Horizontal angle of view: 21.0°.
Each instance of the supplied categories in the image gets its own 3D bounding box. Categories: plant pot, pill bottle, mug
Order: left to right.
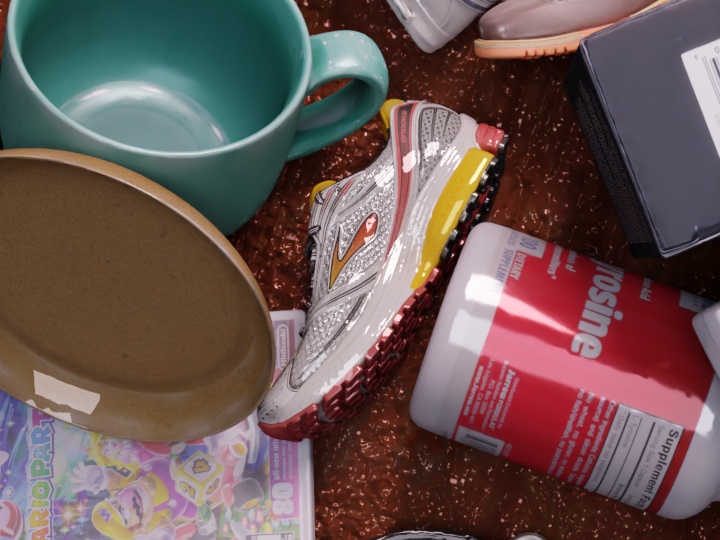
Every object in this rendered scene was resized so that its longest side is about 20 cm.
[{"bbox_3d":[-0.132,0.010,0.968,0.198,0.201,0.028,19,49,5],"label":"plant pot"},{"bbox_3d":[-0.095,-0.077,0.998,0.184,0.115,0.153,26,53,3],"label":"mug"},{"bbox_3d":[0.133,0.058,0.994,0.198,0.112,0.113,20,91,4],"label":"pill bottle"}]

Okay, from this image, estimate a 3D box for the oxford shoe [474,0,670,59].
[{"bbox_3d":[0.145,-0.166,1.011,0.198,0.071,0.073,-23,105,-6],"label":"oxford shoe"}]

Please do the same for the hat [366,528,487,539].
[{"bbox_3d":[0.051,0.202,0.967,0.198,0.081,0.202,4,57,-5],"label":"hat"}]

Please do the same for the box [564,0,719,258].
[{"bbox_3d":[0.187,-0.080,0.946,0.147,0.200,0.108,-22,89,5],"label":"box"}]

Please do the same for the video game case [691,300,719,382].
[{"bbox_3d":[0.262,0.072,0.962,0.022,0.199,0.183,-28,87,48],"label":"video game case"}]

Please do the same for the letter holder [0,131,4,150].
[{"bbox_3d":[-0.286,-0.124,1.036,0.141,0.101,0.201,-26,88,6],"label":"letter holder"}]

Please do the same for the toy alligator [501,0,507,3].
[{"bbox_3d":[0.087,-0.218,1.028,0.059,0.054,0.202,5,90,5],"label":"toy alligator"}]

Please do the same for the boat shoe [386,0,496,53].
[{"bbox_3d":[-0.005,-0.203,1.032,0.066,0.072,0.200,-43,83,22],"label":"boat shoe"}]

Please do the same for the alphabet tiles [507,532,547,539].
[{"bbox_3d":[0.097,0.249,1.045,0.194,0.015,0.201,-27,87,4],"label":"alphabet tiles"}]

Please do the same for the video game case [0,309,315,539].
[{"bbox_3d":[-0.124,0.097,1.040,0.198,0.018,0.145,-4,71,5],"label":"video game case"}]

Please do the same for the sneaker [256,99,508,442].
[{"bbox_3d":[0.000,0.000,1.024,0.082,0.078,0.201,28,75,11],"label":"sneaker"}]
